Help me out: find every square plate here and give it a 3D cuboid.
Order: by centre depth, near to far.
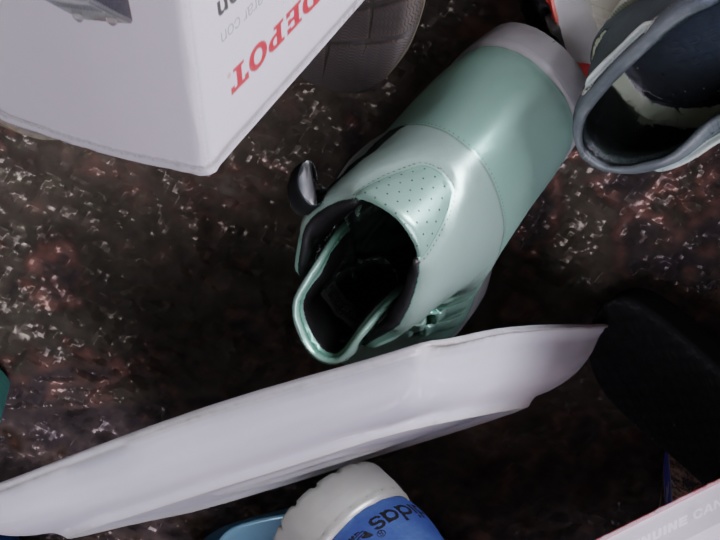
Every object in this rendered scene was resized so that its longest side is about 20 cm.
[{"bbox_3d":[-0.023,0.061,1.012,0.199,0.198,0.029,-19,83,22],"label":"square plate"}]

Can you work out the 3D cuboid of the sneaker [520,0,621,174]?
[{"bbox_3d":[0.096,-0.133,0.945,0.093,0.070,0.200,-19,123,-3],"label":"sneaker"}]

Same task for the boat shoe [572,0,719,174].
[{"bbox_3d":[0.141,-0.073,0.847,0.073,0.062,0.200,49,146,-18],"label":"boat shoe"}]

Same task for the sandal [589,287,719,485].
[{"bbox_3d":[0.167,0.072,1.034,0.045,0.200,0.075,-20,140,-34],"label":"sandal"}]

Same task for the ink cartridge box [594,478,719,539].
[{"bbox_3d":[0.074,0.157,0.991,0.199,0.045,0.177,-25,128,-6],"label":"ink cartridge box"}]

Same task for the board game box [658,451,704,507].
[{"bbox_3d":[0.199,0.174,1.133,0.159,0.097,0.201,3,126,1],"label":"board game box"}]

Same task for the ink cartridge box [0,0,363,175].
[{"bbox_3d":[-0.052,-0.151,0.788,0.085,0.146,0.201,18,135,22],"label":"ink cartridge box"}]

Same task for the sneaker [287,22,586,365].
[{"bbox_3d":[0.000,0.000,0.980,0.074,0.118,0.201,42,145,7],"label":"sneaker"}]

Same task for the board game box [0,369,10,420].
[{"bbox_3d":[-0.266,0.039,1.093,0.199,0.045,0.152,-23,122,18],"label":"board game box"}]

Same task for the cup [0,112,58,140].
[{"bbox_3d":[-0.139,-0.155,0.875,0.143,0.200,0.201,15,130,23],"label":"cup"}]

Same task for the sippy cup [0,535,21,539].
[{"bbox_3d":[-0.178,0.176,1.127,0.139,0.178,0.131,20,129,11],"label":"sippy cup"}]

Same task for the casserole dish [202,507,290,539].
[{"bbox_3d":[-0.006,0.169,1.178,0.121,0.039,0.200,-15,124,13],"label":"casserole dish"}]

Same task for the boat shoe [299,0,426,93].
[{"bbox_3d":[0.008,-0.147,0.917,0.074,0.073,0.200,27,138,16],"label":"boat shoe"}]

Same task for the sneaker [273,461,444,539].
[{"bbox_3d":[0.003,0.179,1.079,0.077,0.111,0.200,-21,144,-39],"label":"sneaker"}]
